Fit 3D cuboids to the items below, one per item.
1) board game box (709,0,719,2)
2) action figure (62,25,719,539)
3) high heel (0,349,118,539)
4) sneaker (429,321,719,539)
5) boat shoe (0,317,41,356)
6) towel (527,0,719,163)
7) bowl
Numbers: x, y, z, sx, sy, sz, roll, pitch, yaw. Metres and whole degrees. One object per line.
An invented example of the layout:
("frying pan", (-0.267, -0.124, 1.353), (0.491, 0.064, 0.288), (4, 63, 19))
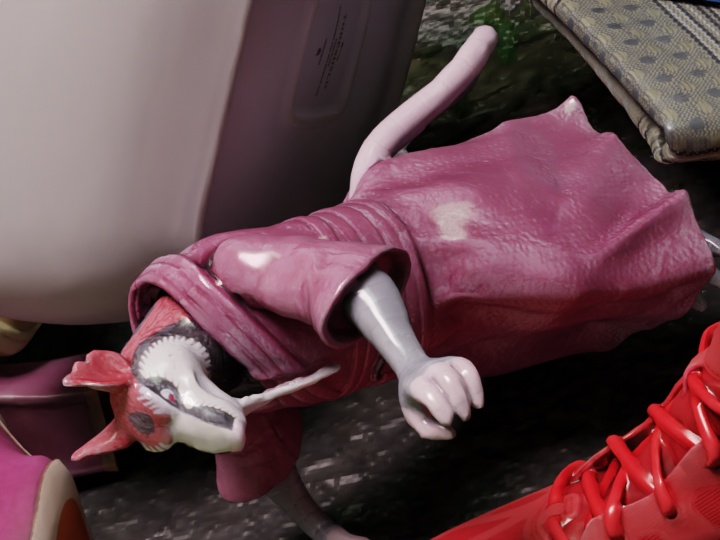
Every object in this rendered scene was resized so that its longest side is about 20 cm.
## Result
("board game box", (0.193, -0.122, 0.834), (0.200, 0.045, 0.152), (11, 34, 11))
("action figure", (0.000, 0.000, 0.751), (0.200, 0.134, 0.149), (-14, 68, -35))
("high heel", (-0.123, 0.080, 0.793), (0.096, 0.067, 0.200), (-11, 17, 2))
("sneaker", (0.084, 0.038, 0.698), (0.200, 0.116, 0.078), (-20, 35, 5))
("boat shoe", (-0.120, -0.043, 0.912), (0.063, 0.073, 0.201), (-51, 16, 21))
("towel", (0.137, -0.093, 0.859), (0.192, 0.035, 0.200), (-9, 35, -19))
("bowl", (-0.041, -0.074, 0.828), (0.075, 0.200, 0.200), (20, 12, 21))
